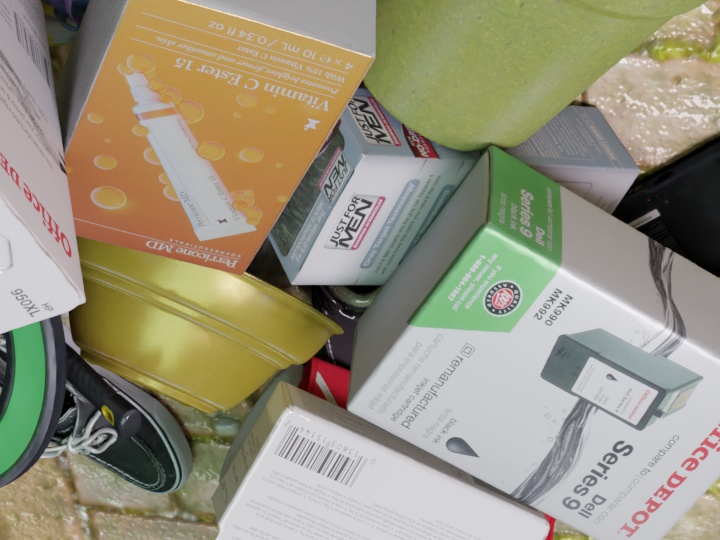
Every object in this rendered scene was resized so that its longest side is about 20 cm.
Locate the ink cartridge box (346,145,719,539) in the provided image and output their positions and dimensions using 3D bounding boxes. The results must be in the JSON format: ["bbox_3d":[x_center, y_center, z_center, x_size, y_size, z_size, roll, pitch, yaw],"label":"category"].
[{"bbox_3d":[0.114,0.049,0.936,0.199,0.084,0.146,28,122,-13],"label":"ink cartridge box"}]

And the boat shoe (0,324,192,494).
[{"bbox_3d":[-0.199,0.099,1.201,0.073,0.068,0.200,-26,116,28],"label":"boat shoe"}]

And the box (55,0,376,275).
[{"bbox_3d":[-0.084,-0.102,0.893,0.123,0.098,0.200,13,143,-17],"label":"box"}]

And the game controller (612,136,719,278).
[{"bbox_3d":[0.191,-0.007,1.059,0.199,0.042,0.105,-30,99,29],"label":"game controller"}]

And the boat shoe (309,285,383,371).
[{"bbox_3d":[0.000,0.000,1.085,0.071,0.065,0.201,9,128,2],"label":"boat shoe"}]

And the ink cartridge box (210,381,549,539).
[{"bbox_3d":[-0.006,0.189,1.089,0.199,0.045,0.177,26,103,-20],"label":"ink cartridge box"}]

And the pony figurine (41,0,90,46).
[{"bbox_3d":[-0.171,-0.213,0.938,0.199,0.167,0.193,-13,129,40],"label":"pony figurine"}]

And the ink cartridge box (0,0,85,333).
[{"bbox_3d":[-0.206,-0.085,0.816,0.083,0.201,0.145,-19,146,7],"label":"ink cartridge box"}]

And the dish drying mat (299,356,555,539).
[{"bbox_3d":[0.047,0.123,1.130,0.199,0.077,0.018,22,150,-19],"label":"dish drying mat"}]

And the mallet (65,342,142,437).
[{"bbox_3d":[-0.192,0.047,1.028,0.200,0.041,0.066,44,139,33],"label":"mallet"}]

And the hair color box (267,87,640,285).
[{"bbox_3d":[0.052,-0.045,0.979,0.198,0.061,0.099,0,136,-35],"label":"hair color box"}]

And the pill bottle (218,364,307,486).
[{"bbox_3d":[0.011,0.158,1.170,0.199,0.107,0.106,33,126,-11],"label":"pill bottle"}]

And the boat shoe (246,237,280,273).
[{"bbox_3d":[-0.084,-0.074,1.049,0.070,0.070,0.202,3,125,12],"label":"boat shoe"}]

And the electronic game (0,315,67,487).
[{"bbox_3d":[-0.252,0.036,1.005,0.198,0.042,0.202,9,108,29],"label":"electronic game"}]

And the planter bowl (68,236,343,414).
[{"bbox_3d":[-0.117,0.034,1.053,0.199,0.200,0.084,25,83,-5],"label":"planter bowl"}]

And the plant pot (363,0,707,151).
[{"bbox_3d":[0.084,-0.166,0.886,0.199,0.201,0.184,30,138,-9],"label":"plant pot"}]
